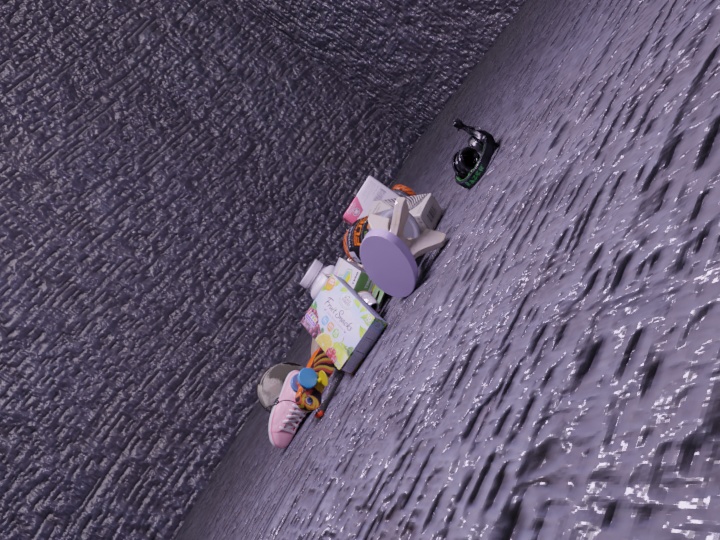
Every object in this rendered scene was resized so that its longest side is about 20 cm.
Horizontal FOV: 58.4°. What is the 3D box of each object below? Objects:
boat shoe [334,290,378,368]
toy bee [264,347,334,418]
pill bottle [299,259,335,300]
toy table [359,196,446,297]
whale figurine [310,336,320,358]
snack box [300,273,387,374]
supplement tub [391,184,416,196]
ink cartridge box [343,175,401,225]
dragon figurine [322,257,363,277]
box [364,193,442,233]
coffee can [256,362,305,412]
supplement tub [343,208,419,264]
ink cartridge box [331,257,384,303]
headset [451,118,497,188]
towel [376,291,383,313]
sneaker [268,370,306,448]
[{"bbox_3d":[-0.014,0.150,1.516,0.069,0.070,0.203,38,109,57],"label":"boat shoe"},{"bbox_3d":[-0.117,0.281,1.488,0.200,0.109,0.131,-47,4,-14],"label":"toy bee"},{"bbox_3d":[-0.068,0.060,1.824,0.113,0.199,0.112,-55,5,8],"label":"pill bottle"},{"bbox_3d":[0.078,-0.049,1.363,0.118,0.181,0.201,-60,-15,-28],"label":"toy table"},{"bbox_3d":[-0.067,0.154,1.640,0.201,0.102,0.161,-88,9,-62],"label":"whale figurine"},{"bbox_3d":[-0.042,0.119,1.470,0.143,0.053,0.200,-55,43,7],"label":"snack box"},{"bbox_3d":[0.101,-0.170,2.081,0.202,0.122,0.123,-58,6,-21],"label":"supplement tub"},{"bbox_3d":[0.067,-0.154,1.865,0.147,0.199,0.085,-56,0,-4],"label":"ink cartridge box"},{"bbox_3d":[0.000,0.000,1.780,0.197,0.060,0.100,-24,-20,3],"label":"dragon figurine"},{"bbox_3d":[0.105,-0.137,1.641,0.198,0.069,0.083,-3,48,43],"label":"box"},{"bbox_3d":[-0.212,0.333,1.803,0.148,0.145,0.200,-57,6,-15],"label":"coffee can"},{"bbox_3d":[0.044,-0.076,1.556,0.124,0.122,0.199,-58,21,-21],"label":"supplement tub"},{"bbox_3d":[-0.016,0.047,1.630,0.105,0.059,0.200,-66,28,5],"label":"ink cartridge box"},{"bbox_3d":[0.254,-0.282,1.504,0.124,0.093,0.202,-51,19,39],"label":"headset"},{"bbox_3d":[0.002,0.129,1.698,0.201,0.030,0.147,-54,5,26],"label":"towel"},{"bbox_3d":[-0.168,0.357,1.643,0.104,0.075,0.203,-4,65,53],"label":"sneaker"}]
